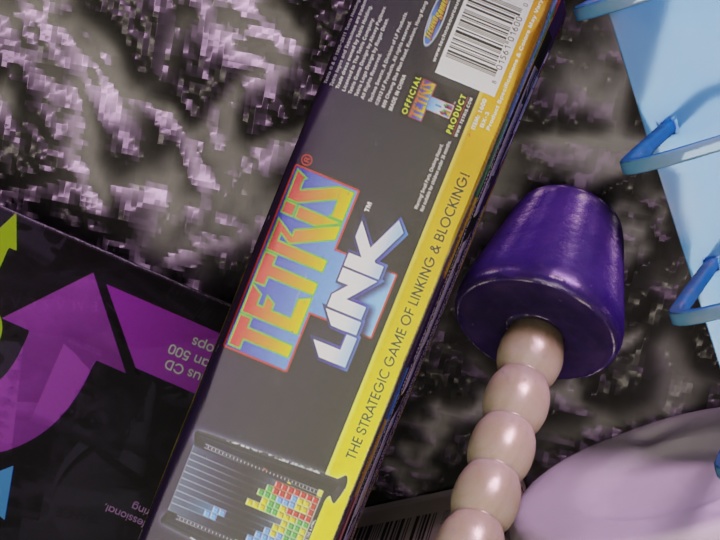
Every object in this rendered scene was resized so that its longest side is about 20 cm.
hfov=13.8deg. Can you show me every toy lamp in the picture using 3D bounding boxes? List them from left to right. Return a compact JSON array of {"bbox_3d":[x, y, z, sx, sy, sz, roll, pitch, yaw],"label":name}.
[{"bbox_3d":[0.041,0.059,0.925,0.058,0.200,0.058,13,144,10],"label":"toy lamp"}]

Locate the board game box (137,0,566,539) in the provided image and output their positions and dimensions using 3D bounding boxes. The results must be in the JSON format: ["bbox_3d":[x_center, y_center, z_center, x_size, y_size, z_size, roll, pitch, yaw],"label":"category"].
[{"bbox_3d":[0.000,0.000,0.894,0.057,0.165,0.201,22,93,2],"label":"board game box"}]

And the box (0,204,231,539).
[{"bbox_3d":[-0.114,0.089,0.996,0.143,0.036,0.201,23,87,0],"label":"box"}]

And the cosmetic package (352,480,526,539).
[{"bbox_3d":[0.030,0.183,1.025,0.103,0.073,0.201,-11,107,13],"label":"cosmetic package"}]

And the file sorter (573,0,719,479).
[{"bbox_3d":[0.144,-0.055,0.885,0.138,0.123,0.201,-17,95,15],"label":"file sorter"}]

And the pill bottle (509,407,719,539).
[{"bbox_3d":[0.128,0.156,0.981,0.114,0.114,0.201,-14,106,13],"label":"pill bottle"}]
